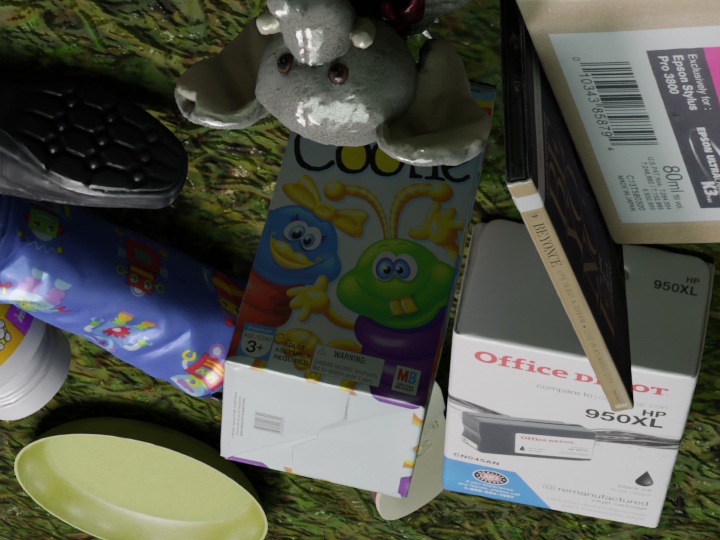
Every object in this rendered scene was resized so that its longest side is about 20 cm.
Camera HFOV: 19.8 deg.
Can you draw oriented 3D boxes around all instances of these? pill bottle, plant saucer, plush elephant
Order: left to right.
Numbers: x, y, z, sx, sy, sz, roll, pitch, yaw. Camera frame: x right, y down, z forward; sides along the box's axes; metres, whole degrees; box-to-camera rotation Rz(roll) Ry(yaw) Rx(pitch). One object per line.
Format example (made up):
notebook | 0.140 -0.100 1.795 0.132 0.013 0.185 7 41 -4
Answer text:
pill bottle | -0.269 0.014 1.312 0.104 0.105 0.200 -6 144 30
plant saucer | -0.165 0.163 1.578 0.199 0.031 0.200 10 148 6
plush elephant | -0.009 -0.128 0.928 0.164 0.155 0.200 3 146 18

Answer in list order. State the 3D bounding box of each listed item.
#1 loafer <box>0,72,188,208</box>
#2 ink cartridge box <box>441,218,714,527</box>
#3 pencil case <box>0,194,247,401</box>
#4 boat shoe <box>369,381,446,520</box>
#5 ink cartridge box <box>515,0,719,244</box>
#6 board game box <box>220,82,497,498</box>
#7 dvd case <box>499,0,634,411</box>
loafer | -0.193 -0.076 1.179 0.200 0.068 0.070 15 159 6
ink cartridge box | 0.127 0.067 1.254 0.144 0.084 0.200 10 148 7
pencil case | -0.158 0.012 1.267 0.200 0.078 0.087 25 140 -31
boat shoe | 0.021 0.103 1.380 0.063 0.071 0.200 49 165 28
ink cartridge box | 0.180 -0.097 0.983 0.164 0.075 0.200 0 145 24
board game box | 0.000 0.000 1.086 0.103 0.201 0.105 12 148 3
dvd case | 0.104 -0.044 1.026 0.016 0.149 0.200 -11 142 16
